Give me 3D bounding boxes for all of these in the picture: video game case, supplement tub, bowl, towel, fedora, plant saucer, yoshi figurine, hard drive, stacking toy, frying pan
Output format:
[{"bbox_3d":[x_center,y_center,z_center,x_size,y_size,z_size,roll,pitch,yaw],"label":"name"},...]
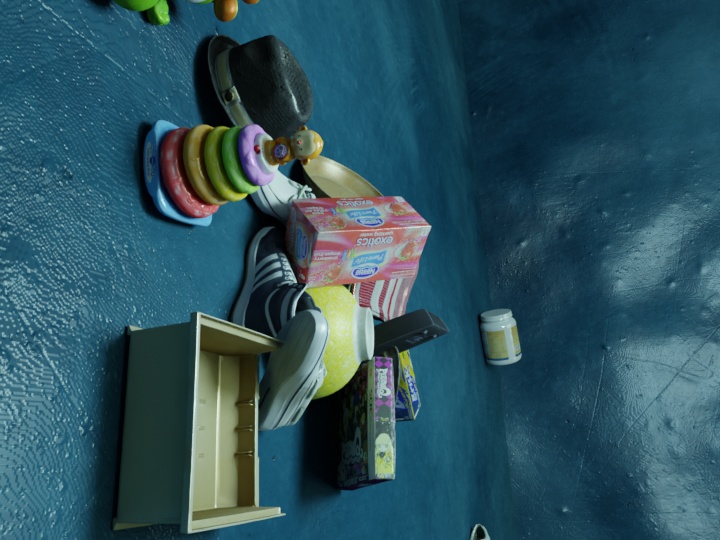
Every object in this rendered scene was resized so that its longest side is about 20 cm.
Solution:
[{"bbox_3d":[0.005,0.252,1.010,0.200,0.036,0.182,130,-35,-61],"label":"video game case"},{"bbox_3d":[0.561,0.266,2.521,0.145,0.144,0.201,-28,109,-69],"label":"supplement tub"},{"bbox_3d":[-0.037,0.100,0.967,0.200,0.107,0.201,-2,90,-81],"label":"bowl"},{"bbox_3d":[0.045,0.016,1.123,0.200,0.023,0.144,32,70,-56],"label":"towel"},{"bbox_3d":[-0.127,-0.259,0.894,0.201,0.091,0.201,49,28,-38],"label":"fedora"},{"bbox_3d":[-0.028,-0.135,1.127,0.200,0.035,0.200,30,24,-15],"label":"plant saucer"},{"bbox_3d":[-0.214,-0.327,0.715,0.200,0.112,0.113,-5,127,-46],"label":"yoshi figurine"},{"bbox_3d":[0.051,0.126,1.132,0.135,0.200,0.042,29,39,-65],"label":"hard drive"},{"bbox_3d":[-0.135,-0.125,0.716,0.110,0.199,0.116,20,64,-68],"label":"stacking toy"},{"bbox_3d":[0.041,0.167,1.076,0.190,0.031,0.115,-104,-156,-65],"label":"frying pan"}]

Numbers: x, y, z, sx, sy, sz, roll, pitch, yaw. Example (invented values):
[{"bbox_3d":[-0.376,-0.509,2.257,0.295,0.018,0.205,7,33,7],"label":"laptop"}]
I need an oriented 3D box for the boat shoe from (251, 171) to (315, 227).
[{"bbox_3d":[-0.102,-0.110,0.973,0.200,0.067,0.074,46,40,-58],"label":"boat shoe"}]

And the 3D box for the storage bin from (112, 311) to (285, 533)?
[{"bbox_3d":[-0.159,0.168,0.682,0.199,0.093,0.201,35,49,-63],"label":"storage bin"}]

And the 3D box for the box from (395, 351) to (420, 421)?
[{"bbox_3d":[0.074,0.217,1.336,0.070,0.064,0.201,-41,119,-67],"label":"box"}]

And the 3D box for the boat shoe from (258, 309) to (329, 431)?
[{"bbox_3d":[-0.079,0.127,0.804,0.067,0.200,0.074,7,40,-36],"label":"boat shoe"}]

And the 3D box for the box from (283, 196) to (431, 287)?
[{"bbox_3d":[-0.008,-0.046,0.959,0.095,0.200,0.103,51,-45,42],"label":"box"}]

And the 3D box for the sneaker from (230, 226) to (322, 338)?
[{"bbox_3d":[-0.105,0.015,0.872,0.070,0.108,0.200,61,28,-45],"label":"sneaker"}]

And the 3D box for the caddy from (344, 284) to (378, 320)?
[{"bbox_3d":[0.000,0.000,1.166,0.141,0.105,0.200,-62,139,-57],"label":"caddy"}]

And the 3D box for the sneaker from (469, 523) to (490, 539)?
[{"bbox_3d":[0.341,0.821,1.815,0.200,0.073,0.071,-66,134,-71],"label":"sneaker"}]
